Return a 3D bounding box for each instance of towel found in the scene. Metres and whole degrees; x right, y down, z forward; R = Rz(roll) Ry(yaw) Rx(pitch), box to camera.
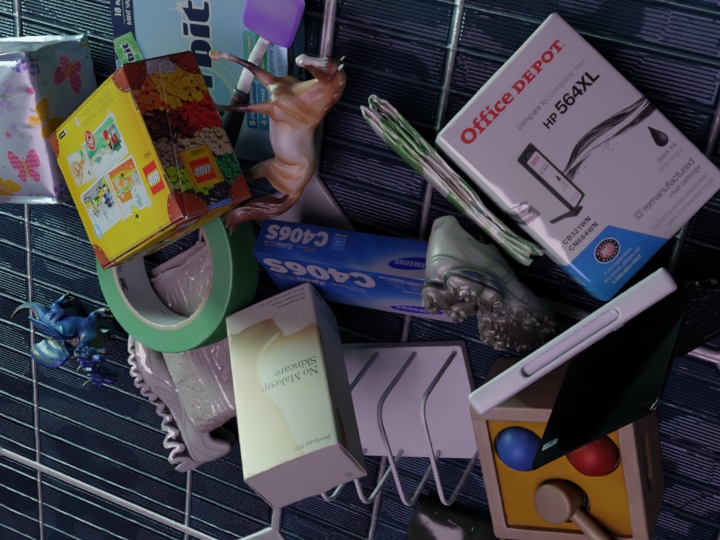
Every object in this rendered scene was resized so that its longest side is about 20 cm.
[{"bbox_3d":[0.082,-0.079,0.931,0.200,0.153,0.023,43,94,1],"label":"towel"},{"bbox_3d":[-0.173,0.074,1.158,0.132,0.034,0.200,-27,83,35],"label":"towel"}]

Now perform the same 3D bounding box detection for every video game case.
[{"bbox_3d":[0.185,0.059,0.878,0.182,0.200,0.023,-35,81,11],"label":"video game case"}]

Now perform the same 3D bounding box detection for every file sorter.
[{"bbox_3d":[0.014,0.167,1.091,0.200,0.125,0.139,-4,113,27],"label":"file sorter"}]

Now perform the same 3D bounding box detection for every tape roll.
[{"bbox_3d":[-0.203,-0.012,1.116,0.200,0.048,0.201,5,99,32],"label":"tape roll"}]

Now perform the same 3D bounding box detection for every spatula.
[{"bbox_3d":[-0.107,-0.187,0.979,0.056,0.021,0.200,29,124,3],"label":"spatula"}]

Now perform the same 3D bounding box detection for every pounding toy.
[{"bbox_3d":[0.217,0.206,1.001,0.184,0.142,0.200,-2,113,27],"label":"pounding toy"}]

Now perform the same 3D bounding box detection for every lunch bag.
[{"bbox_3d":[-0.386,-0.164,1.119,0.200,0.127,0.170,7,115,30],"label":"lunch bag"}]

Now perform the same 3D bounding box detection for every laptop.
[{"bbox_3d":[0.258,0.086,0.850,0.177,0.200,0.103,133,131,-57],"label":"laptop"}]

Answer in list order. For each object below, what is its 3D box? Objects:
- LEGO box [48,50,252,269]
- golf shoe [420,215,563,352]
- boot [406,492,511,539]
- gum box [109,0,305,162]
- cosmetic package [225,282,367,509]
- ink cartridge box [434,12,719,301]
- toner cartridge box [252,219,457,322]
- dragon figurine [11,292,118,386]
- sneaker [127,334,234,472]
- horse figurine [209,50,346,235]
[{"bbox_3d":[-0.209,-0.101,0.990,0.200,0.077,0.149,-21,92,52],"label":"LEGO box"},{"bbox_3d":[0.130,0.013,0.965,0.078,0.097,0.200,-19,147,29],"label":"golf shoe"},{"bbox_3d":[0.106,0.358,1.182,0.138,0.077,0.200,20,108,21],"label":"boot"},{"bbox_3d":[-0.153,-0.204,1.032,0.200,0.045,0.170,11,119,19],"label":"gum box"},{"bbox_3d":[-0.067,0.121,1.013,0.105,0.200,0.071,-24,137,10],"label":"cosmetic package"},{"bbox_3d":[0.181,-0.095,0.871,0.200,0.084,0.146,43,96,0],"label":"ink cartridge box"},{"bbox_3d":[0.000,0.000,1.034,0.200,0.043,0.095,9,156,22],"label":"toner cartridge box"},{"bbox_3d":[-0.368,0.078,1.244,0.200,0.099,0.059,18,121,17],"label":"dragon figurine"},{"bbox_3d":[-0.215,0.144,1.230,0.081,0.075,0.200,-16,109,16],"label":"sneaker"},{"bbox_3d":[-0.085,-0.126,0.978,0.132,0.050,0.200,10,123,3],"label":"horse figurine"}]
